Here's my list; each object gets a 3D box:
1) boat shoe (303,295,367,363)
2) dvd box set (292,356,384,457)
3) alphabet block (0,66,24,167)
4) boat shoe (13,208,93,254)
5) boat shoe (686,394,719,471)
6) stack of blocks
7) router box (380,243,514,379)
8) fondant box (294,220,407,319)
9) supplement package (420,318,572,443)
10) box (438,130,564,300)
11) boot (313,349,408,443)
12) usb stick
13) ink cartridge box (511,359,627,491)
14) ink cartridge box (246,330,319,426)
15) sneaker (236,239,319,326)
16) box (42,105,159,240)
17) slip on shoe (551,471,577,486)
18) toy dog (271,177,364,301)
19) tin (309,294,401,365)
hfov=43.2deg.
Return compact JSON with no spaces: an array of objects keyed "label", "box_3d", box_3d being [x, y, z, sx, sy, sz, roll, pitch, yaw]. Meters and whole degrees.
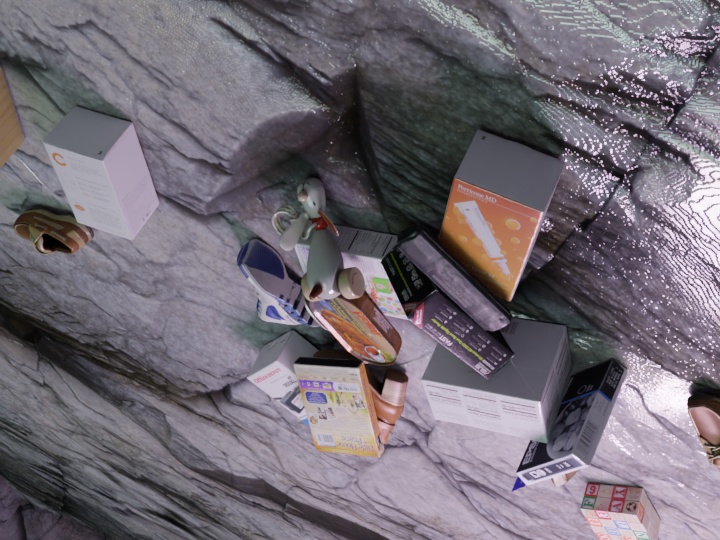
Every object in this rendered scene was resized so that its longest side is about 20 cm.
[{"label":"boat shoe","box_3d":[-0.021,0.093,1.648,0.057,0.067,0.200,-27,125,29]},{"label":"dvd box set","box_3d":[-0.040,0.260,1.733,0.145,0.029,0.202,0,116,29]},{"label":"alphabet block","box_3d":[-0.738,-0.258,1.584,0.193,0.201,0.197,21,145,12]},{"label":"boat shoe","box_3d":[-0.634,-0.074,1.842,0.198,0.074,0.076,4,139,31]},{"label":"boat shoe","box_3d":[0.578,0.276,1.432,0.075,0.074,0.200,-18,125,47]},{"label":"stack of blocks","box_3d":[0.521,0.500,1.773,0.114,0.059,0.201,-4,134,38]},{"label":"router box","box_3d":[0.130,0.056,1.377,0.062,0.150,0.200,-43,123,14]},{"label":"fondant box","box_3d":[0.000,0.000,1.511,0.198,0.059,0.145,12,142,25]},{"label":"supplement package","box_3d":[0.225,0.168,1.475,0.198,0.156,0.112,8,139,28]},{"label":"box","box_3d":[0.183,-0.071,1.240,0.123,0.098,0.201,22,145,11]},{"label":"boot","box_3d":[-0.013,0.247,1.775,0.198,0.077,0.157,16,115,-2]},{"label":"usb stick","box_3d":[0.130,0.011,1.256,0.200,0.033,0.055,43,137,-18]},{"label":"ink cartridge box","box_3d":[0.325,0.252,1.476,0.043,0.199,0.200,39,144,-7]},{"label":"ink cartridge box","box_3d":[-0.113,0.229,1.859,0.199,0.085,0.144,39,144,-14]},{"label":"sneaker","box_3d":[-0.165,0.043,1.663,0.115,0.081,0.199,-19,125,45]},{"label":"box","box_3d":[-0.446,-0.167,1.582,0.123,0.098,0.201,18,145,17]},{"label":"slip on shoe","box_3d":[0.352,0.313,1.661,0.060,0.076,0.201,-25,119,3]},{"label":"toy dog","box_3d":[-0.072,-0.032,1.413,0.131,0.096,0.201,-33,88,30]},{"label":"tin","box_3d":[-0.005,0.091,1.551,0.111,0.042,0.200,0,140,43]}]
